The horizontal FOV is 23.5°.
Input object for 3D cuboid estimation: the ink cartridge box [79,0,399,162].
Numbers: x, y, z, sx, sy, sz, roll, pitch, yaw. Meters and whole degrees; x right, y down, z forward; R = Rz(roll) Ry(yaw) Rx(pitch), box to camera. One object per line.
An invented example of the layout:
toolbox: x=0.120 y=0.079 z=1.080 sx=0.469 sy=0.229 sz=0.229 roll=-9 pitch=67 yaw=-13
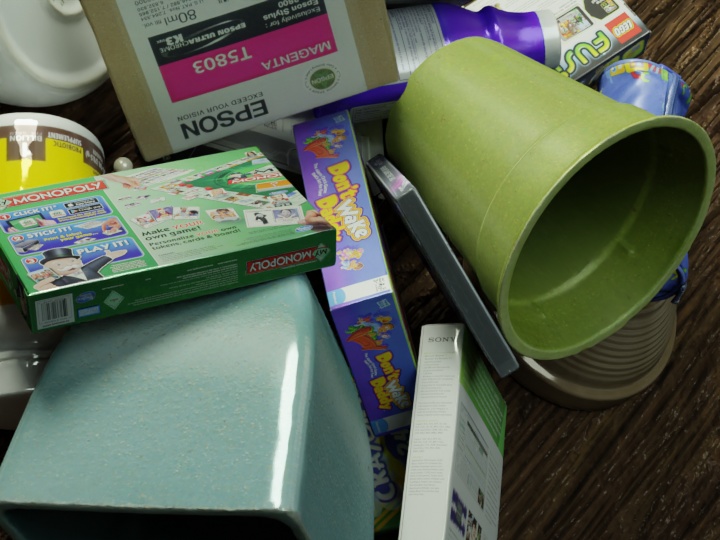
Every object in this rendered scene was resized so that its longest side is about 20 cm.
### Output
ink cartridge box: x=-0.086 y=-0.182 z=1.204 sx=0.199 sy=0.165 sz=0.075 roll=-19 pitch=46 yaw=-1

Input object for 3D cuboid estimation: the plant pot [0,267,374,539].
plant pot: x=-0.094 y=0.105 z=1.111 sx=0.194 sy=0.197 sz=0.201 roll=-1 pitch=56 yaw=16

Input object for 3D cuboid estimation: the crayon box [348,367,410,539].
crayon box: x=-0.042 y=0.141 z=1.252 sx=0.199 sy=0.052 sz=0.127 roll=-7 pitch=70 yaw=-31

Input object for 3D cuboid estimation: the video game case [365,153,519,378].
video game case: x=0.055 y=-0.009 z=1.239 sx=0.019 sy=0.200 sz=0.143 roll=-31 pitch=102 yaw=1

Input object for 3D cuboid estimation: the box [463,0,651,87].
box: x=0.126 y=-0.176 z=1.416 sx=0.199 sy=0.035 sz=0.110 roll=-33 pitch=70 yaw=-17

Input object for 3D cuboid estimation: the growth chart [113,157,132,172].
growth chart: x=-0.114 y=-0.004 z=1.264 sx=0.199 sy=0.018 sz=0.146 roll=16 pitch=59 yaw=-51

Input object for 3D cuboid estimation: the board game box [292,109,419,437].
board game box: x=0.000 y=0.000 z=1.253 sx=0.044 sy=0.135 sz=0.201 roll=-16 pitch=44 yaw=2

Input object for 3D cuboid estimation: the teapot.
teapot: x=-0.263 y=-0.209 z=1.248 sx=0.200 sy=0.145 sz=0.199 roll=-21 pitch=112 yaw=-54

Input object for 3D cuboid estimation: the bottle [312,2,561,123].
bottle: x=0.056 y=-0.166 z=1.351 sx=0.198 sy=0.065 sz=0.084 roll=-10 pitch=62 yaw=-8

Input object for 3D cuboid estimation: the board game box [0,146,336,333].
board game box: x=-0.132 y=-0.024 z=1.102 sx=0.199 sy=0.029 sz=0.135 roll=-12 pitch=31 yaw=-22

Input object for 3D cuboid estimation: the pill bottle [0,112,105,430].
pill bottle: x=-0.226 y=0.002 z=1.181 sx=0.109 sy=0.109 sz=0.201 roll=7 pitch=64 yaw=-26

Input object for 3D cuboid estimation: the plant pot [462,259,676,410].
plant pot: x=0.192 y=0.006 z=1.424 sx=0.200 sy=0.093 sz=0.202 roll=13 pitch=61 yaw=-24

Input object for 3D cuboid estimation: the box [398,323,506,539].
box: x=0.065 y=0.157 z=1.209 sx=0.036 sy=0.145 sz=0.201 roll=-1 pitch=62 yaw=18

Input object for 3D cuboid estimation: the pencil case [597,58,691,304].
pencil case: x=0.221 y=-0.071 z=1.366 sx=0.078 sy=0.087 sz=0.201 roll=26 pitch=56 yaw=-29

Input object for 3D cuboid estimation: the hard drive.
hard drive: x=-0.076 y=-0.125 z=1.358 sx=0.199 sy=0.038 sz=0.140 roll=16 pitch=49 yaw=-22

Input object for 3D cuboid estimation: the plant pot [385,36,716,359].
plant pot: x=0.120 y=-0.072 z=1.254 sx=0.199 sy=0.201 sz=0.190 roll=-16 pitch=44 yaw=-34

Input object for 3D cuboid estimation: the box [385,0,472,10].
box: x=0.021 y=-0.220 z=1.372 sx=0.120 sy=0.200 sz=0.033 roll=-2 pitch=82 yaw=-30
